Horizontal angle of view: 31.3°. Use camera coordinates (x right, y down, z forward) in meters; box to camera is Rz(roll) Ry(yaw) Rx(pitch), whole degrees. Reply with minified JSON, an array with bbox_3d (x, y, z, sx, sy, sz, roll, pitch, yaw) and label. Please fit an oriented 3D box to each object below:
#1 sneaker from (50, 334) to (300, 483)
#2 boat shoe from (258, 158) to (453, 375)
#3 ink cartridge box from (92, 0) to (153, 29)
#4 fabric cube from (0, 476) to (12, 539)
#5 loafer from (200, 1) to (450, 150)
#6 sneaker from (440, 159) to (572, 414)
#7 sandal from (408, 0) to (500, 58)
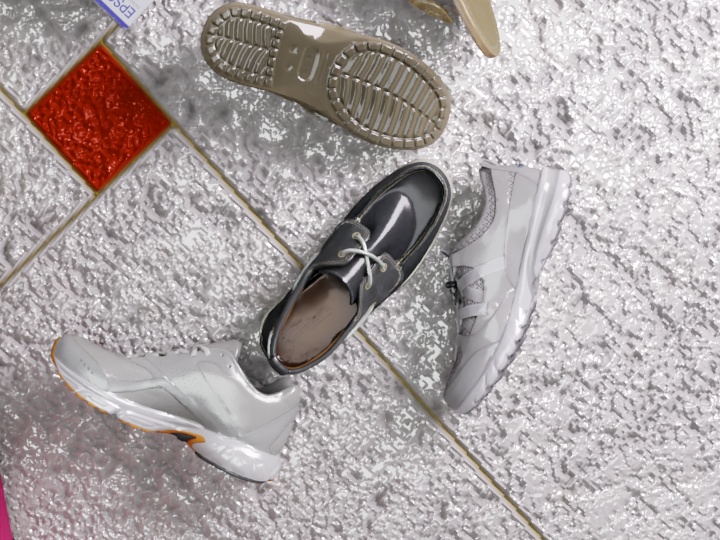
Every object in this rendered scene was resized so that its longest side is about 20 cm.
[{"bbox_3d":[-0.139,0.083,0.996,0.199,0.076,0.093,26,91,-12],"label":"sneaker"},{"bbox_3d":[0.000,0.000,0.978,0.072,0.068,0.200,42,94,-5],"label":"boat shoe"},{"bbox_3d":[-0.148,-0.289,0.876,0.200,0.200,0.041,-40,58,4],"label":"ink cartridge box"},{"bbox_3d":[-0.377,0.231,0.951,0.194,0.200,0.201,-6,99,2],"label":"fabric cube"},{"bbox_3d":[-0.024,-0.151,0.955,0.199,0.067,0.076,22,103,-19],"label":"loafer"},{"bbox_3d":[0.096,0.011,0.987,0.081,0.075,0.202,19,93,11],"label":"sneaker"},{"bbox_3d":[0.031,-0.242,0.945,0.069,0.078,0.213,-22,93,24],"label":"sandal"}]
